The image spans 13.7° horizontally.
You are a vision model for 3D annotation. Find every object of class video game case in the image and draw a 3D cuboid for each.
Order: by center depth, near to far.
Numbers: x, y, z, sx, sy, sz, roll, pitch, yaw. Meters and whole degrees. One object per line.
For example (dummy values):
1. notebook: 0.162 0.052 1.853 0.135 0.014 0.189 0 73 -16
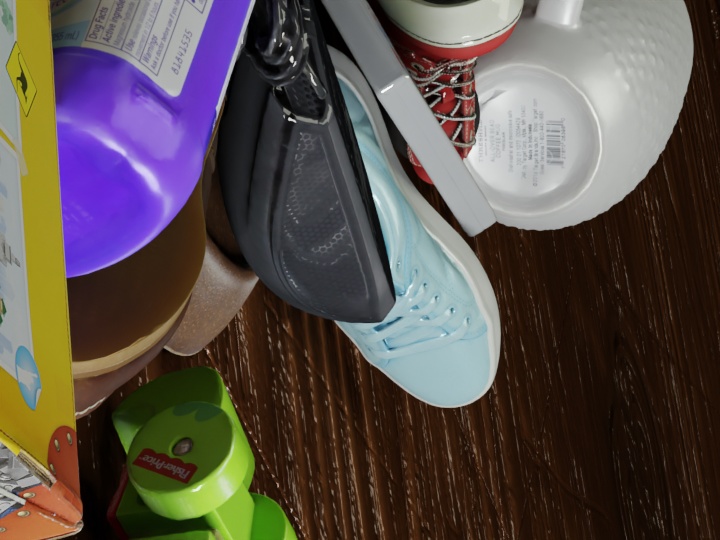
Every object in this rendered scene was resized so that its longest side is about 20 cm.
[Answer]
1. video game case: -0.006 -0.122 1.356 0.201 0.018 0.143 61 4 31

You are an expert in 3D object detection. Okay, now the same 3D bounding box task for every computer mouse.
1. computer mouse: -0.033 -0.057 1.084 0.139 0.052 0.201 -103 177 -46

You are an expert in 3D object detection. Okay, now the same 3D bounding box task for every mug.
1. mug: 0.108 -0.123 1.649 0.175 0.147 0.201 -60 163 -66

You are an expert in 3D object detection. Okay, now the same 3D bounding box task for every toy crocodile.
1. toy crocodile: -0.061 0.111 0.966 0.068 0.061 0.201 63 23 -45

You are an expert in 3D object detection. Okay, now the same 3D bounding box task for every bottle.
1. bottle: -0.067 -0.092 0.905 0.065 0.083 0.201 39 46 -26

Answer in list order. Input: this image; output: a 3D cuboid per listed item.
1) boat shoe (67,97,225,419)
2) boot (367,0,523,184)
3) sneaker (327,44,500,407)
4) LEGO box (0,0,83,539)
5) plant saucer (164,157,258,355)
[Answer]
1. boat shoe: -0.084 -0.007 0.951 0.200 0.070 0.071 -70 -175 -57
2. boot: 0.044 -0.100 1.483 0.200 0.072 0.145 -123 -159 -68
3. sneaker: 0.000 0.000 1.307 0.200 0.074 0.082 56 27 -31
4. LEGO box: -0.136 -0.044 0.747 0.149 0.077 0.201 54 25 -59
5. plant saucer: -0.074 -0.069 1.134 0.200 0.034 0.202 -14 90 -78
